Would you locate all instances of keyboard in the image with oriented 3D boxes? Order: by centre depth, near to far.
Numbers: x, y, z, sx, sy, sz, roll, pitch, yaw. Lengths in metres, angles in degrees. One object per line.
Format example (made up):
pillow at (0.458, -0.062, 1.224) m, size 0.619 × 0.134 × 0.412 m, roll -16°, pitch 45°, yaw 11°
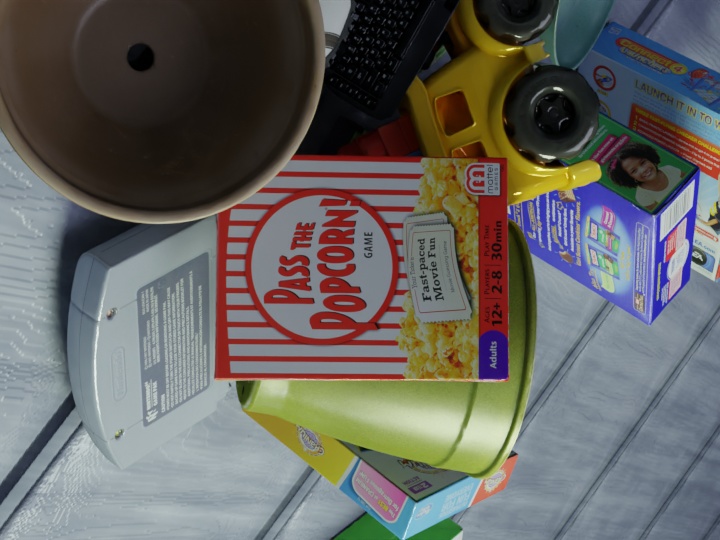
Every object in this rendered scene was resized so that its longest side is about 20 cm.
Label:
keyboard at (0.024, -0.217, 0.991) m, size 0.201 × 0.104 × 0.040 m, roll -60°, pitch 163°, yaw 9°

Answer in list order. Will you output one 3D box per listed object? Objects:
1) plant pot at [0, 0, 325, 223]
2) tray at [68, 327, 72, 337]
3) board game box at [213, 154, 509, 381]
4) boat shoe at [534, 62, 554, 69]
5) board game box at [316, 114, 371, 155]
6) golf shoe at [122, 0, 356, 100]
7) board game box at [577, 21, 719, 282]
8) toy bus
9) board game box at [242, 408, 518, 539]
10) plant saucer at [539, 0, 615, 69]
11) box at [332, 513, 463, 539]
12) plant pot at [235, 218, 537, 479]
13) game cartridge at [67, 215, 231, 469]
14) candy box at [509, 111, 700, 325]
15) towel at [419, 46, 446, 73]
plant pot at (-0.127, -0.130, 0.831) m, size 0.199 × 0.093 × 0.203 m, roll -1°, pitch 93°, yaw -17°
tray at (-0.134, -0.016, 1.038) m, size 0.200 × 0.022 × 0.107 m, roll -52°, pitch 150°, yaw -8°
board game box at (0.000, 0.000, 0.948) m, size 0.046 × 0.198 × 0.153 m, roll 128°, pitch -38°, yaw -83°
boat shoe at (0.116, -0.128, 1.193) m, size 0.200 × 0.069 × 0.071 m, roll -54°, pitch 133°, yaw -40°
board game box at (-0.009, -0.014, 1.188) m, size 0.201 × 0.057 × 0.165 m, roll -59°, pitch 148°, yaw 5°
golf shoe at (-0.080, -0.156, 0.931) m, size 0.200 × 0.078 × 0.095 m, roll -47°, pitch 148°, yaw -18°
board game box at (0.304, -0.118, 1.394) m, size 0.056 × 0.199 × 0.197 m, roll -36°, pitch 145°, yaw -31°
toy bus at (0.067, -0.134, 1.059) m, size 0.191 × 0.202 × 0.136 m, roll -20°, pitch -175°, yaw 0°
board game box at (0.017, 0.143, 1.230) m, size 0.152 × 0.199 × 0.041 m, roll -14°, pitch 130°, yaw -48°
plant saucer at (0.196, -0.274, 1.219) m, size 0.200 × 0.036 × 0.201 m, roll -53°, pitch 156°, yaw -37°
box at (0.010, 0.371, 1.539) m, size 0.199 × 0.096 × 0.177 m, roll -32°, pitch 143°, yaw -35°
plant pot at (0.008, 0.048, 1.052) m, size 0.191 × 0.201 × 0.202 m, roll 7°, pitch 120°, yaw -14°
game cartridge at (-0.152, 0.048, 1.018) m, size 0.133 × 0.041 × 0.201 m, roll -35°, pitch 143°, yaw -38°
candy box at (0.215, -0.067, 1.314) m, size 0.077 × 0.199 × 0.170 m, roll -44°, pitch 149°, yaw -22°
towel at (0.097, -0.266, 1.131) m, size 0.200 × 0.023 × 0.153 m, roll -42°, pitch 146°, yaw -23°
